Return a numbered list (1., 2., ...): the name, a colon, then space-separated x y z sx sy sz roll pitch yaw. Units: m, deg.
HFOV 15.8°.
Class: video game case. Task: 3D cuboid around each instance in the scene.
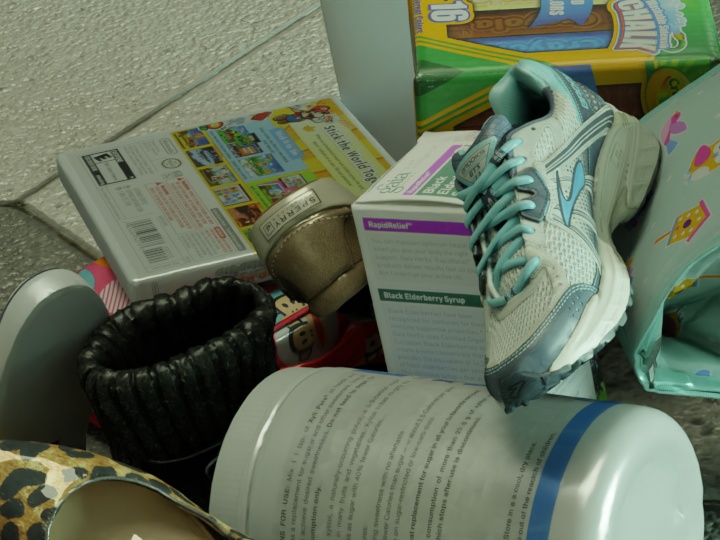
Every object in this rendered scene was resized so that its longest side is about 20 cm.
1. video game case: -0.070 -0.044 1.529 0.182 0.023 0.200 -13 27 -14

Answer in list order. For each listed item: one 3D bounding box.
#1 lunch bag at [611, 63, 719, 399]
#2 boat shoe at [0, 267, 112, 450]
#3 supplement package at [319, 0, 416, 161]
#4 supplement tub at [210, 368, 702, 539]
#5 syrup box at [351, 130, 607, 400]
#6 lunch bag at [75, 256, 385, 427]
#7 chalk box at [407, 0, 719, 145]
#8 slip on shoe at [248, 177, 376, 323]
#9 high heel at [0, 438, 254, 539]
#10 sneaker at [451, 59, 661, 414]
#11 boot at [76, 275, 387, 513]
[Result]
1. lunch bag: 0.201 -0.027 1.212 0.200 0.122 0.170 -27 29 9
2. boat shoe: -0.173 0.063 1.338 0.072 0.200 0.066 -29 58 -27
3. supplement package: 0.073 -0.141 1.631 0.156 0.200 0.111 1 29 24
4. supplement tub: 0.046 0.118 1.212 0.200 0.132 0.132 7 33 30
5. syrup box: 0.065 0.036 1.299 0.081 0.200 0.079 5 31 30
6. lunch bag: -0.064 0.031 1.488 0.200 0.082 0.176 -28 32 -29
7. chalk box: 0.128 -0.088 1.366 0.200 0.125 0.124 -4 36 3
8. slip on shoe: 0.000 0.000 1.357 0.076 0.061 0.200 -36 -14 4
9. high heel: -0.088 0.118 1.122 0.071 0.200 0.143 -57 0 -17
10. sneaker: 0.072 -0.018 1.170 0.078 0.086 0.200 -37 23 34
11. boot: -0.045 0.064 1.335 0.079 0.158 0.211 14 37 39
